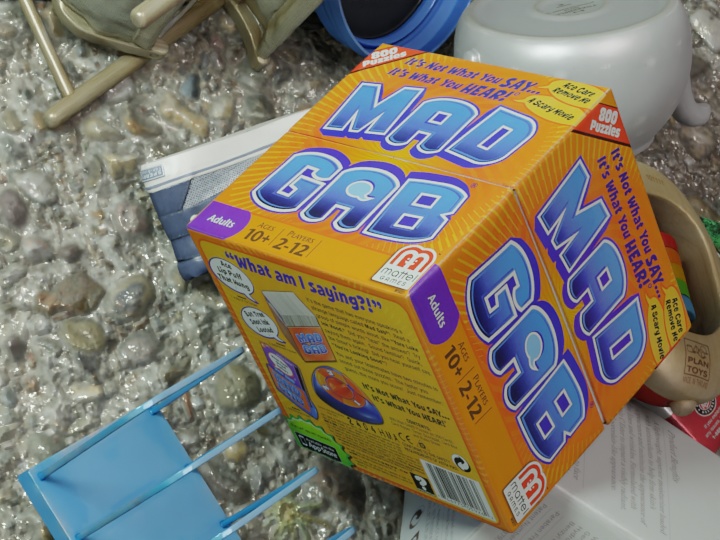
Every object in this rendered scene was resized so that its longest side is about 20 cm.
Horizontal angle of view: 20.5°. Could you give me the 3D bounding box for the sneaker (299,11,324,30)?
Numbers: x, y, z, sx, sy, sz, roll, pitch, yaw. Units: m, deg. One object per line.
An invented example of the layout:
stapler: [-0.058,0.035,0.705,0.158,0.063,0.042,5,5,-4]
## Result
sneaker: [-0.030,-0.285,1.531,0.074,0.079,0.201,11,84,-23]

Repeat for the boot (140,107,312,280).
boot: [-0.064,-0.062,1.458,0.200,0.073,0.091,-22,97,-30]

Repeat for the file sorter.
file sorter: [-0.093,0.171,1.291,0.200,0.123,0.139,58,35,2]

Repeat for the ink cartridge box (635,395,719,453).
ink cartridge box: [0.219,0.039,1.549,0.200,0.083,0.147,46,59,-6]

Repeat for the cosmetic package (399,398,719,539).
cosmetic package: [0.151,0.191,1.378,0.200,0.165,0.165,34,29,-13]

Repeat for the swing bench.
swing bench: [-0.128,-0.212,1.393,0.200,0.199,0.130,-21,82,-32]

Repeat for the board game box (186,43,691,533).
board game box: [0.054,0.005,1.268,0.200,0.200,0.200,-45,130,-26]

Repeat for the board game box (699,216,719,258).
board game box: [0.199,-0.007,1.494,0.200,0.023,0.105,15,64,-21]

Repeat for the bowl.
bowl: [0.028,-0.258,1.521,0.200,0.039,0.201,-25,122,-47]

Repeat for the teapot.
teapot: [0.164,-0.137,1.550,0.197,0.199,0.146,-58,147,-61]

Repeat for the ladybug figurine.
ladybug figurine: [0.202,0.017,1.415,0.136,0.072,0.200,19,50,-33]
